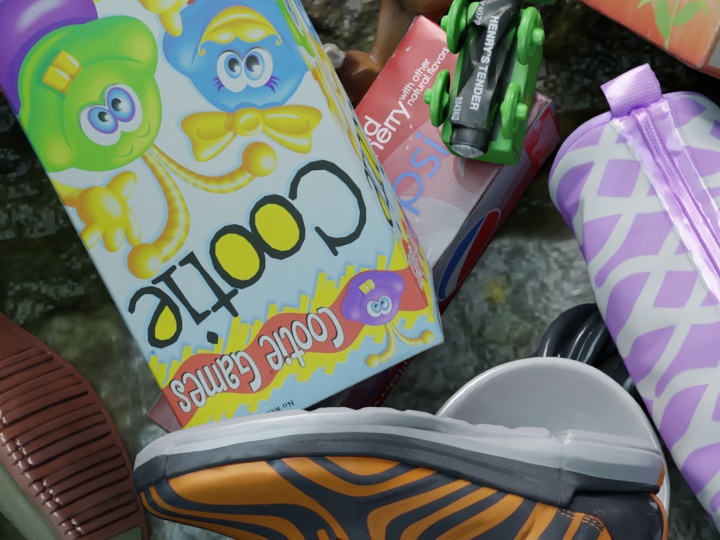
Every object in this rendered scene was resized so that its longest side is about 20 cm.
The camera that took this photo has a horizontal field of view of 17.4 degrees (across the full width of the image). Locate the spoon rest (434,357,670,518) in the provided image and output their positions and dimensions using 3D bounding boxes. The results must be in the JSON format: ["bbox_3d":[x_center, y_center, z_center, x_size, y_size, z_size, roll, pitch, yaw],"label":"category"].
[{"bbox_3d":[0.026,0.108,0.879,0.199,0.061,0.100,-30,90,-7],"label":"spoon rest"}]

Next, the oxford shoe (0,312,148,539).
[{"bbox_3d":[-0.166,0.061,1.002,0.074,0.071,0.200,-47,72,26],"label":"oxford shoe"}]

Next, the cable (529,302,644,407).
[{"bbox_3d":[0.156,0.077,0.934,0.198,0.051,0.164,-14,70,9],"label":"cable"}]

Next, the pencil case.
[{"bbox_3d":[0.140,0.026,0.880,0.083,0.086,0.201,-28,61,2],"label":"pencil case"}]

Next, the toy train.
[{"bbox_3d":[0.066,-0.137,0.925,0.041,0.056,0.202,11,80,14],"label":"toy train"}]

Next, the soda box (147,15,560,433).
[{"bbox_3d":[0.000,0.000,0.970,0.070,0.063,0.201,34,87,15],"label":"soda box"}]

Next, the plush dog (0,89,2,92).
[{"bbox_3d":[-0.116,-0.152,1.005,0.198,0.161,0.173,-10,58,-3],"label":"plush dog"}]

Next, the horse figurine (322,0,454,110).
[{"bbox_3d":[0.039,-0.167,0.976,0.050,0.133,0.201,23,68,29],"label":"horse figurine"}]

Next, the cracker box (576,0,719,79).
[{"bbox_3d":[0.154,-0.184,0.917,0.134,0.057,0.201,41,111,53],"label":"cracker box"}]

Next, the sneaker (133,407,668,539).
[{"bbox_3d":[0.018,0.110,0.813,0.198,0.078,0.113,5,76,-16],"label":"sneaker"}]

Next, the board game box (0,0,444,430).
[{"bbox_3d":[-0.058,-0.052,0.864,0.104,0.103,0.201,-26,103,5],"label":"board game box"}]
